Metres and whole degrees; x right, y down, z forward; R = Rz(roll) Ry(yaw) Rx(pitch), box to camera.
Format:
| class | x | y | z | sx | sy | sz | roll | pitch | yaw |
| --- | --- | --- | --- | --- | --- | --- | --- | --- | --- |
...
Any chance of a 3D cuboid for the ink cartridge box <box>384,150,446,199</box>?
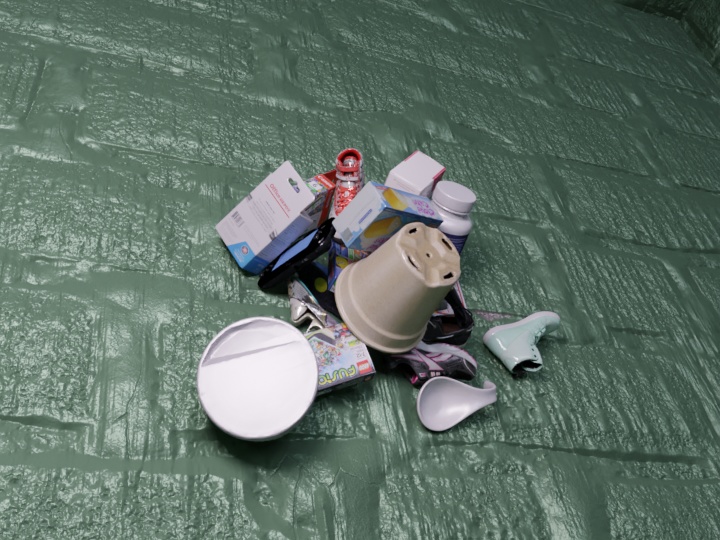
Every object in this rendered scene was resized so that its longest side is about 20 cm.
| class | x | y | z | sx | sy | sz | roll | pitch | yaw |
| --- | --- | --- | --- | --- | --- | --- | --- | --- | --- |
| ink cartridge box | 0.092 | -0.141 | 1.650 | 0.082 | 0.201 | 0.146 | 32 | 38 | 11 |

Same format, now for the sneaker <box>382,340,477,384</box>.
| class | x | y | z | sx | sy | sz | roll | pitch | yaw |
| --- | --- | --- | --- | --- | --- | --- | --- | --- | --- |
| sneaker | 0.128 | 0.188 | 1.471 | 0.198 | 0.080 | 0.087 | 17 | 60 | -7 |

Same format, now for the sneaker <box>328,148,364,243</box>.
| class | x | y | z | sx | sy | sz | roll | pitch | yaw |
| --- | --- | --- | --- | --- | --- | --- | --- | --- | --- |
| sneaker | -0.031 | -0.161 | 1.553 | 0.066 | 0.109 | 0.203 | 4 | 50 | 9 |

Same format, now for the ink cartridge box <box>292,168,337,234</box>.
| class | x | y | z | sx | sy | sz | roll | pitch | yaw |
| --- | --- | --- | --- | --- | --- | --- | --- | --- | --- |
| ink cartridge box | -0.102 | -0.143 | 1.622 | 0.050 | 0.110 | 0.199 | 39 | 42 | 21 |

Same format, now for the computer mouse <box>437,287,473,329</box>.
| class | x | y | z | sx | sy | sz | roll | pitch | yaw |
| --- | --- | --- | --- | --- | --- | --- | --- | --- | --- |
| computer mouse | 0.144 | 0.057 | 1.522 | 0.044 | 0.200 | 0.110 | -41 | 109 | -14 |

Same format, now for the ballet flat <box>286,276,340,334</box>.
| class | x | y | z | sx | sy | sz | roll | pitch | yaw |
| --- | --- | --- | --- | --- | --- | --- | --- | --- | --- |
| ballet flat | -0.091 | 0.094 | 1.438 | 0.200 | 0.072 | 0.072 | 45 | 44 | 18 |

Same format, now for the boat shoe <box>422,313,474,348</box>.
| class | x | y | z | sx | sy | sz | roll | pitch | yaw |
| --- | --- | --- | --- | --- | --- | --- | --- | --- | --- |
| boat shoe | 0.139 | 0.113 | 1.543 | 0.198 | 0.068 | 0.072 | 7 | 48 | -21 |

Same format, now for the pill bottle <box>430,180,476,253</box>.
| class | x | y | z | sx | sy | sz | roll | pitch | yaw |
| --- | --- | --- | --- | --- | --- | --- | --- | --- | --- |
| pill bottle | 0.171 | -0.082 | 1.617 | 0.118 | 0.202 | 0.120 | 15 | 29 | -9 |

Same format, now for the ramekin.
| class | x | y | z | sx | sy | sz | roll | pitch | yaw |
| --- | --- | --- | --- | --- | --- | --- | --- | --- | --- |
| ramekin | -0.165 | 0.186 | 1.240 | 0.199 | 0.094 | 0.205 | 1 | 64 | -1 |

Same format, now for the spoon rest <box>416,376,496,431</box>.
| class | x | y | z | sx | sy | sz | roll | pitch | yaw |
| --- | --- | --- | --- | --- | --- | --- | --- | --- | --- |
| spoon rest | 0.188 | 0.245 | 1.433 | 0.198 | 0.060 | 0.101 | -6 | 89 | -35 |

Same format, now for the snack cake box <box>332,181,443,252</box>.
| class | x | y | z | sx | sy | sz | roll | pitch | yaw |
| --- | --- | --- | --- | --- | --- | --- | --- | --- | --- |
| snack cake box | 0.055 | -0.093 | 1.439 | 0.199 | 0.115 | 0.068 | 7 | 44 | -52 |

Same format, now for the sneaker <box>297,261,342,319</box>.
| class | x | y | z | sx | sy | sz | roll | pitch | yaw |
| --- | --- | --- | --- | --- | --- | --- | --- | --- | --- |
| sneaker | -0.039 | 0.044 | 1.520 | 0.199 | 0.066 | 0.078 | 37 | 29 | 9 |

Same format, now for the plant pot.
| class | x | y | z | sx | sy | sz | roll | pitch | yaw |
| --- | --- | --- | --- | --- | --- | --- | --- | --- | --- |
| plant pot | 0.081 | 0.017 | 1.366 | 0.198 | 0.184 | 0.202 | 18 | 48 | -21 |

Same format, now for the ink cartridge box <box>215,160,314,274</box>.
| class | x | y | z | sx | sy | sz | roll | pitch | yaw |
| --- | --- | --- | --- | --- | --- | --- | --- | --- | --- |
| ink cartridge box | -0.175 | -0.103 | 1.482 | 0.116 | 0.200 | 0.067 | 53 | 10 | 25 |

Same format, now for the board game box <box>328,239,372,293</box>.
| class | x | y | z | sx | sy | sz | roll | pitch | yaw |
| --- | --- | --- | --- | --- | --- | --- | --- | --- | --- |
| board game box | 0.000 | 0.000 | 1.524 | 0.134 | 0.035 | 0.201 | 25 | 27 | -15 |

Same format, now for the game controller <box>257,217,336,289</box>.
| class | x | y | z | sx | sy | sz | roll | pitch | yaw |
| --- | --- | --- | --- | --- | --- | --- | --- | --- | --- |
| game controller | -0.121 | -0.033 | 1.452 | 0.042 | 0.199 | 0.105 | 41 | 39 | -23 |

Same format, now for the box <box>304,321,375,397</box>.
| class | x | y | z | sx | sy | sz | roll | pitch | yaw |
| --- | --- | --- | --- | --- | --- | --- | --- | --- | --- |
| box | -0.083 | 0.167 | 1.341 | 0.198 | 0.035 | 0.111 | -16 | 65 | -19 |

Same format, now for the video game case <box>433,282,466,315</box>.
| class | x | y | z | sx | sy | sz | roll | pitch | yaw |
| --- | --- | --- | --- | --- | --- | --- | --- | --- | --- |
| video game case | 0.134 | 0.044 | 1.641 | 0.198 | 0.018 | 0.144 | 9 | 46 | -21 |

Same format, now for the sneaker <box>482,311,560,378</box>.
| class | x | y | z | sx | sy | sz | roll | pitch | yaw |
| --- | --- | --- | --- | --- | --- | --- | --- | --- | --- |
| sneaker | 0.370 | 0.162 | 1.611 | 0.198 | 0.074 | 0.119 | -14 | 50 | -26 |
